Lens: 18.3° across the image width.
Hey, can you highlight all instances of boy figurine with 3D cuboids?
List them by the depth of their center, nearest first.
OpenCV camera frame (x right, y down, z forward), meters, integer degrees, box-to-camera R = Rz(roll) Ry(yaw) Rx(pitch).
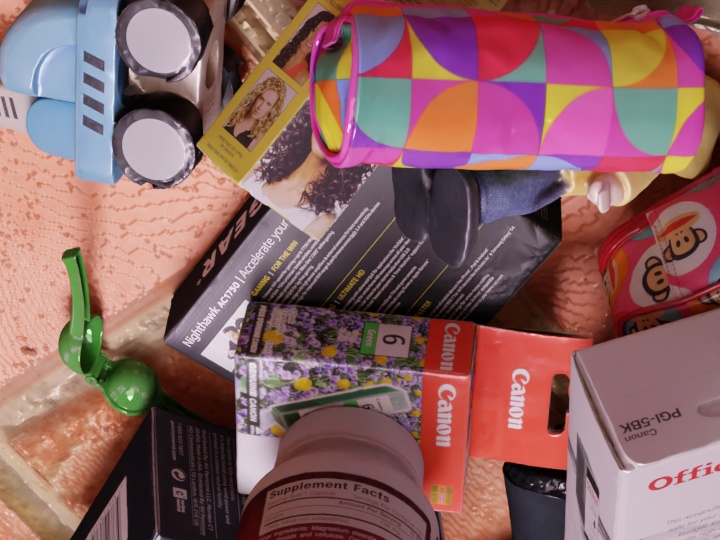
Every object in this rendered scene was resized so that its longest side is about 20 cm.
[{"bbox_3d":[0.111,-0.065,1.205,0.199,0.124,0.065,-18,122,-32],"label":"boy figurine"}]

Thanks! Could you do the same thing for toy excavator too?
[{"bbox_3d":[-0.169,-0.100,1.221,0.198,0.100,0.196,13,122,10],"label":"toy excavator"}]

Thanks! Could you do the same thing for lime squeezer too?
[{"bbox_3d":[-0.135,0.054,1.337,0.070,0.038,0.200,-21,129,24],"label":"lime squeezer"}]

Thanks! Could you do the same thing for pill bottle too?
[{"bbox_3d":[-0.016,0.173,1.195,0.112,0.201,0.114,4,130,5],"label":"pill bottle"}]

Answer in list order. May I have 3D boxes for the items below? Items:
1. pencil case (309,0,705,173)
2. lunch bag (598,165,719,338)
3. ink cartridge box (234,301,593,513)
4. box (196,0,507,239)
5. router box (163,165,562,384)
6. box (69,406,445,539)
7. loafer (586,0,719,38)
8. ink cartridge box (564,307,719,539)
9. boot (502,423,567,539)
[{"bbox_3d":[0.074,-0.091,1.107,0.198,0.089,0.089,-1,125,-18],"label":"pencil case"},{"bbox_3d":[0.250,0.008,1.256,0.199,0.082,0.176,-28,137,19],"label":"lunch bag"},{"bbox_3d":[0.029,0.082,1.277,0.198,0.051,0.110,5,129,5],"label":"ink cartridge box"},{"bbox_3d":[0.007,-0.118,1.160,0.201,0.050,0.075,-53,137,4],"label":"box"},{"bbox_3d":[0.000,0.000,1.290,0.149,0.051,0.200,31,121,-17],"label":"router box"},{"bbox_3d":[-0.066,0.192,1.362,0.199,0.108,0.149,17,128,-22],"label":"box"},{"bbox_3d":[0.209,-0.139,1.178,0.198,0.076,0.069,4,118,-1],"label":"loafer"},{"bbox_3d":[0.192,0.111,1.232,0.146,0.083,0.201,-15,143,-8],"label":"ink cartridge box"},{"bbox_3d":[0.099,0.176,1.387,0.198,0.077,0.169,-9,126,0],"label":"boot"}]
